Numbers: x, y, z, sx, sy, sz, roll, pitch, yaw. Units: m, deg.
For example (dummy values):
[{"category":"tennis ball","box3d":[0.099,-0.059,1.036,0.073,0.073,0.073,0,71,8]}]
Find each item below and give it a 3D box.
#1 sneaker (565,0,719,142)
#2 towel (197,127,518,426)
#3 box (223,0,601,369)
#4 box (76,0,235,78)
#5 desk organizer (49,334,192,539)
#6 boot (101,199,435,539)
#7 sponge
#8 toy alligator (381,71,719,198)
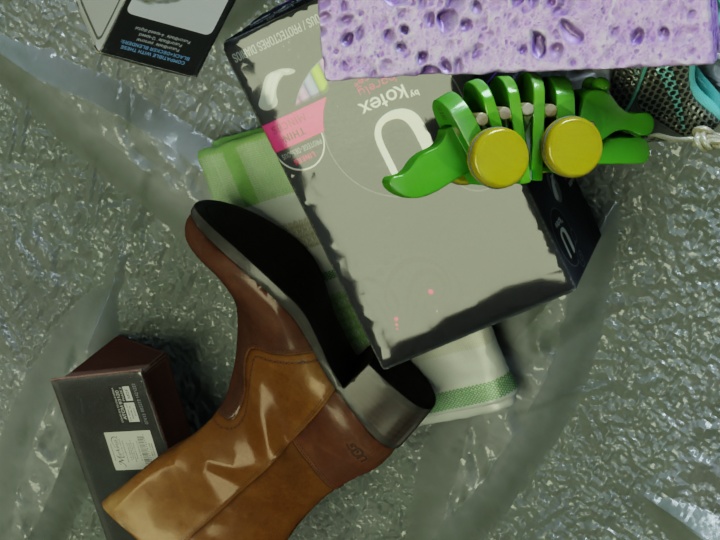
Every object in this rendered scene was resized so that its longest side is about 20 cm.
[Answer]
[{"category":"sneaker","box3d":[0.154,-0.155,1.219,0.091,0.078,0.200,3,119,10]},{"category":"towel","box3d":[0.000,0.000,1.399,0.149,0.031,0.200,-14,103,31]},{"category":"box","box3d":[0.031,-0.068,1.281,0.122,0.106,0.200,-24,101,20]},{"category":"box","box3d":[-0.083,-0.214,1.201,0.200,0.060,0.117,-60,35,26]},{"category":"desk organizer","box3d":[-0.118,0.141,1.497,0.072,0.077,0.200,-7,109,31]},{"category":"boot","box3d":[-0.083,0.079,1.408,0.188,0.069,0.200,42,114,-9]},{"category":"sponge","box3d":[0.075,-0.154,1.172,0.199,0.030,0.112,-1,106,14]},{"category":"toy alligator","box3d":[0.104,-0.076,1.194,0.059,0.200,0.054,-164,66,-72]}]
